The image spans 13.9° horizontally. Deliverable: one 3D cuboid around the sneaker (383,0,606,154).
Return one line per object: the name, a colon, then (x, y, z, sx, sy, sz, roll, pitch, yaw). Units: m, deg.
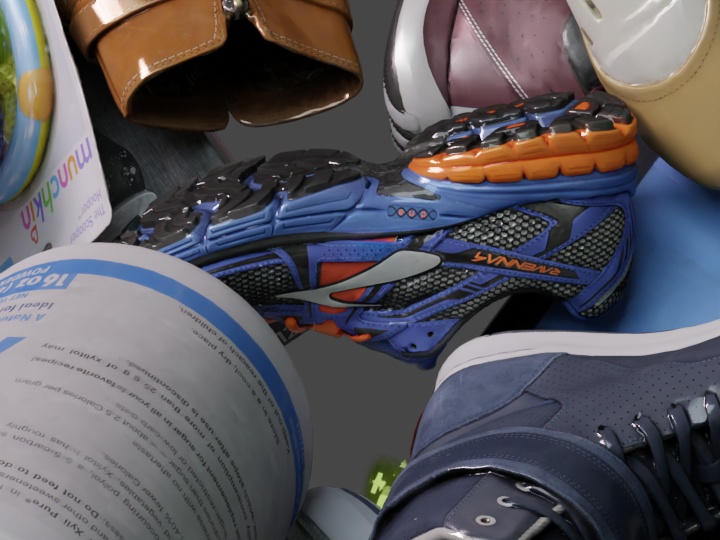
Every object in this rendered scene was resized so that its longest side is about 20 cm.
sneaker: (0.082, -0.124, 1.082, 0.115, 0.076, 0.201, 8, 69, 11)

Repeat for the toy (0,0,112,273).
toy: (-0.151, -0.085, 1.058, 0.047, 0.115, 0.201, -4, 69, -29)

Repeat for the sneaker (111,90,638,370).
sneaker: (0.000, 0.000, 0.984, 0.199, 0.075, 0.079, -12, 103, 8)

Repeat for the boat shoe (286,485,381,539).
boat shoe: (0.047, 0.138, 0.949, 0.067, 0.074, 0.200, -19, 49, -26)

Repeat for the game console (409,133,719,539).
game console: (0.131, 0.036, 0.987, 0.177, 0.031, 0.200, 30, 76, 32)

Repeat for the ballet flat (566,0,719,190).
ballet flat: (0.084, -0.115, 1.002, 0.069, 0.063, 0.201, -38, 59, 30)

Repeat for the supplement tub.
supplement tub: (-0.099, 0.089, 0.894, 0.131, 0.132, 0.200, -4, 24, 18)

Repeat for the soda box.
soda box: (-0.092, -0.047, 1.099, 0.071, 0.063, 0.200, -33, 55, 0)

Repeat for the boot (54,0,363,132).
boot: (-0.026, -0.127, 1.079, 0.199, 0.077, 0.155, -10, 48, -23)

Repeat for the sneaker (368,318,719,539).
sneaker: (0.098, 0.069, 0.884, 0.202, 0.077, 0.146, -10, 23, 25)
